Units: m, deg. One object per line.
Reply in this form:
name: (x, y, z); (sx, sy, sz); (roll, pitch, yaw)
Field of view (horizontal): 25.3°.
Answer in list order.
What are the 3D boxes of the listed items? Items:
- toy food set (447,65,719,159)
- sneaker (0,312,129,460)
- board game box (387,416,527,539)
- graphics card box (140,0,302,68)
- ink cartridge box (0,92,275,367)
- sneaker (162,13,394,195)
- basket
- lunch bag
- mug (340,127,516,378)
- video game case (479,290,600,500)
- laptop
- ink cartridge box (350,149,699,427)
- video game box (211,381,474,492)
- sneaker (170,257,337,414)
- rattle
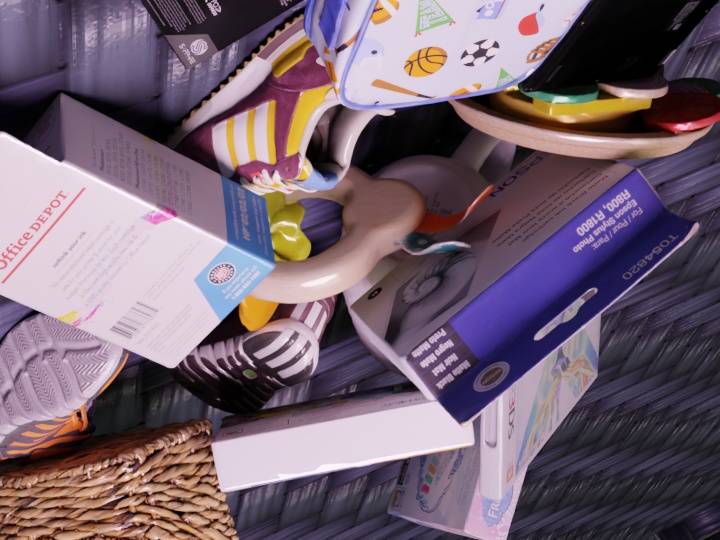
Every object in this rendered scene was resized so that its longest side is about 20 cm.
toy food set: (0.154, -0.126, 1.107); (0.198, 0.198, 0.049); (-6, 116, -29)
sneaker: (-0.228, 0.086, 1.220); (0.199, 0.078, 0.112); (-30, 164, 29)
board game box: (0.100, 0.128, 1.390); (0.043, 0.202, 0.199); (20, 171, -14)
graphics card box: (-0.037, -0.201, 0.866); (0.199, 0.051, 0.126); (-32, 158, 1)
ink cartridge box: (-0.166, -0.029, 0.990); (0.199, 0.068, 0.115); (27, 124, -32)
sneaker: (-0.061, -0.075, 1.046); (0.075, 0.091, 0.200); (-1, 143, -50)
basket: (-0.210, 0.214, 1.280); (0.199, 0.150, 0.142); (-11, -175, 31)
lunch bag: (0.054, -0.174, 0.868); (0.159, 0.076, 0.201); (-9, 150, -23)
mug: (0.067, -0.031, 1.256); (0.201, 0.147, 0.176); (-58, 163, -16)
video game case: (0.142, 0.049, 1.232); (0.200, 0.022, 0.184); (-42, 138, -50)
laptop: (0.188, -0.222, 1.000); (0.199, 0.116, 0.188); (-13, 152, -40)
ink cartridge box: (0.099, -0.001, 1.057); (0.199, 0.041, 0.200); (-39, -160, -5)
video game box: (-0.016, 0.128, 1.287); (0.198, 0.047, 0.182); (-10, -177, -1)
sneaker: (-0.074, 0.047, 1.320); (0.199, 0.076, 0.116); (-20, -146, 53)
rattle: (0.000, 0.000, 1.137); (0.198, 0.131, 0.144); (-3, 121, 7)
